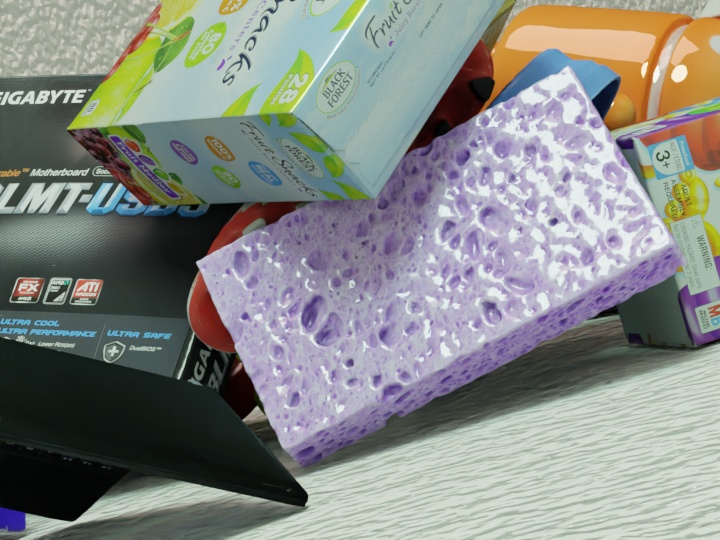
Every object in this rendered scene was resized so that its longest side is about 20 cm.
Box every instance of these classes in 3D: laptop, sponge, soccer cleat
[{"bbox_3d":[-0.150,0.085,1.271,0.177,0.103,0.200,16,-39,-30],"label":"laptop"},{"bbox_3d":[0.036,-0.003,1.361,0.200,0.112,0.030,-28,-30,4],"label":"sponge"},{"bbox_3d":[-0.011,-0.041,1.450,0.200,0.069,0.085,-51,14,-2],"label":"soccer cleat"}]

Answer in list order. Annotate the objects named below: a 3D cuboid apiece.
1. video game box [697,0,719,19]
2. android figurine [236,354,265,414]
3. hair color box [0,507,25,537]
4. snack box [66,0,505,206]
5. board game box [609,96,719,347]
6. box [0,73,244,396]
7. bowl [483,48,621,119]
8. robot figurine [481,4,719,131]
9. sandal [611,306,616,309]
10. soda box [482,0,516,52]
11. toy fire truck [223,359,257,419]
[{"bbox_3d":[0.309,-0.112,1.619,0.047,0.182,0.200,-57,20,-21],"label":"video game box"},{"bbox_3d":[0.000,0.000,1.558,0.182,0.041,0.200,-57,-11,20],"label":"android figurine"},{"bbox_3d":[-0.266,0.109,1.454,0.109,0.065,0.200,4,-10,-42],"label":"hair color box"},{"bbox_3d":[-0.027,-0.114,1.424,0.200,0.068,0.169,0,51,53],"label":"snack box"},{"bbox_3d":[0.220,-0.042,1.430,0.200,0.105,0.103,-18,4,-13],"label":"board game box"},{"bbox_3d":[-0.141,-0.011,1.530,0.200,0.199,0.050,2,-31,29],"label":"box"},{"bbox_3d":[0.057,-0.025,1.489,0.201,0.039,0.201,-53,-7,-10],"label":"bowl"},{"bbox_3d":[0.147,-0.089,1.657,0.200,0.144,0.117,7,59,27],"label":"robot figurine"},{"bbox_3d":[0.187,-0.013,1.597,0.075,0.045,0.200,-17,3,-40],"label":"sandal"},{"bbox_3d":[0.012,-0.084,1.618,0.064,0.068,0.200,-42,-16,-42],"label":"soda box"},{"bbox_3d":[-0.153,0.069,1.582,0.200,0.112,0.168,-12,32,39],"label":"toy fire truck"}]
